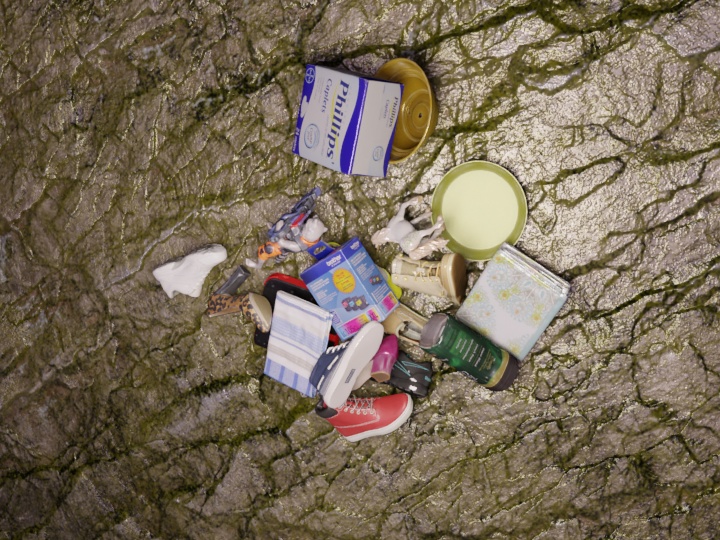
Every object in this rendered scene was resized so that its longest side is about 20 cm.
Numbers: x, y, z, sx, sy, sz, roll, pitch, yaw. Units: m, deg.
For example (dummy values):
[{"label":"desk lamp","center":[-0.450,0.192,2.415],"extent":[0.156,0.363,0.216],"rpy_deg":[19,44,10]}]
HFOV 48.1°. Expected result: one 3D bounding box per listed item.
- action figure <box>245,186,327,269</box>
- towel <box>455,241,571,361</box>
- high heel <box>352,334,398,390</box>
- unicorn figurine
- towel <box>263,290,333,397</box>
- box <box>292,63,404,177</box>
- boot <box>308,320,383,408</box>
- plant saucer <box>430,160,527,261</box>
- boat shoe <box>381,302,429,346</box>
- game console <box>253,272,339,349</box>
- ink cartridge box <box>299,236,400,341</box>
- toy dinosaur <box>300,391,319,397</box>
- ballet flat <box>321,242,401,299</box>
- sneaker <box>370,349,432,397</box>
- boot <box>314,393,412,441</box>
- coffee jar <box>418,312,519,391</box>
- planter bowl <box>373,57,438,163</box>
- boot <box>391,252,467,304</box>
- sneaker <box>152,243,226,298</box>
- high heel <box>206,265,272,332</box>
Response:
[{"label":"action figure","center":[-0.137,-0.082,1.710],"extent":[0.192,0.200,0.105],"rpy_deg":[-13,117,46]},{"label":"towel","center":[0.309,0.064,1.636],"extent":[0.170,0.048,0.202],"rpy_deg":[35,119,9]},{"label":"high heel","center":[-0.004,0.192,1.707],"extent":[0.198,0.097,0.067],"rpy_deg":[-20,131,41]},{"label":"unicorn figurine","center":[0.093,-0.079,1.629],"extent":[0.137,0.200,0.074],"rpy_deg":[-39,114,0]},{"label":"towel","center":[-0.136,0.156,1.712],"extent":[0.145,0.024,0.204],"rpy_deg":[22,111,26]},{"label":"box","center":[-0.029,-0.300,1.605],"extent":[0.199,0.104,0.188],"rpy_deg":[26,110,44]},{"label":"boot","center":[-0.035,0.171,1.638],"extent":[0.090,0.072,0.202],"rpy_deg":[40,102,40]},{"label":"plant saucer","center":[0.241,-0.122,1.643],"extent":[0.196,0.031,0.205],"rpy_deg":[3,102,16]},{"label":"boat shoe","center":[0.085,0.113,1.709],"extent":[0.196,0.076,0.073],"rpy_deg":[18,107,13]},{"label":"game console","center":[-0.137,0.113,1.804],"extent":[0.196,0.031,0.180],"rpy_deg":[18,111,13]},{"label":"ink cartridge box","center":[-0.032,0.025,1.664],"extent":[0.135,0.076,0.202],"rpy_deg":[-30,95,38]},{"label":"toy dinosaur","center":[-0.124,0.171,1.772],"extent":[0.100,0.077,0.204],"rpy_deg":[8,104,4]},{"label":"ballet flat","center":[0.000,0.000,1.711],"extent":[0.198,0.067,0.067],"rpy_deg":[30,150,11]},{"label":"sneaker","center":[0.065,0.210,1.749],"extent":[0.197,0.075,0.081],"rpy_deg":[17,77,19]},{"label":"boot","center":[0.003,0.290,1.727],"extent":[0.198,0.073,0.144],"rpy_deg":[-27,126,29]},{"label":"coffee jar","center":[0.221,0.169,1.635],"extent":[0.198,0.104,0.086],"rpy_deg":[31,79,-16]},{"label":"planter bowl","center":[0.095,-0.312,1.604],"extent":[0.198,0.082,0.205],"rpy_deg":[1,91,48]},{"label":"boot","center":[0.133,0.003,1.620],"extent":[0.153,0.200,0.074],"rpy_deg":[16,77,15]},{"label":"sneaker","center":[-0.373,0.006,1.834],"extent":[0.197,0.078,0.101],"rpy_deg":[-19,101,28]},{"label":"high heel","center":[-0.269,0.103,1.782],"extent":[0.143,0.071,0.201],"rpy_deg":[-47,48,15]}]
